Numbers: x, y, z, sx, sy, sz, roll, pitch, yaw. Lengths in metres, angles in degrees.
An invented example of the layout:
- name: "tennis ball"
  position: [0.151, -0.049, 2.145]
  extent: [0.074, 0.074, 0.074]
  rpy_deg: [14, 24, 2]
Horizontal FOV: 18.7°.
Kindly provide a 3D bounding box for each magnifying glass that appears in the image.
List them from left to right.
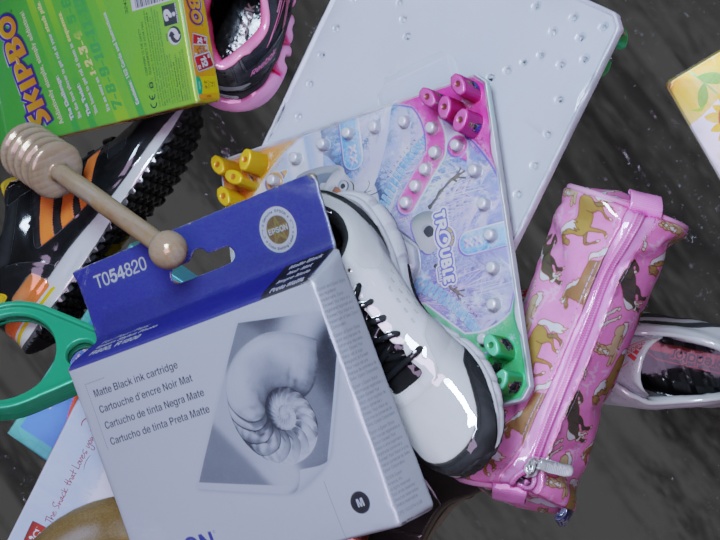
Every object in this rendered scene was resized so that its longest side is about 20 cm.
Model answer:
- name: "magnifying glass"
  position: [-0.162, 0.054, 1.338]
  extent: [0.199, 0.022, 0.080]
  rpy_deg: [-3, 54, 11]

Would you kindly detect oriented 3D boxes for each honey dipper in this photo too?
- name: "honey dipper"
  position: [-0.156, -0.042, 1.303]
  extent: [0.038, 0.200, 0.038]
  rpy_deg: [-16, 119, -31]

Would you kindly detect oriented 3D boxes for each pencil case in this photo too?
- name: "pencil case"
  position: [0.124, 0.046, 1.293]
  extent: [0.086, 0.083, 0.200]
  rpy_deg: [20, 87, 44]

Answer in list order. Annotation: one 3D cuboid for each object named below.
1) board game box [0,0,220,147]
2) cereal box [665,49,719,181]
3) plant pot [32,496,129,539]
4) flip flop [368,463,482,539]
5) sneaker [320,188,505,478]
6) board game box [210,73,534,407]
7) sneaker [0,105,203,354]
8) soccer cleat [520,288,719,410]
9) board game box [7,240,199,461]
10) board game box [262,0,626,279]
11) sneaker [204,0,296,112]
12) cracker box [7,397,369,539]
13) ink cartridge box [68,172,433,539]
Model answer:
- name: "board game box"
  position: [-0.171, -0.136, 1.368]
  extent: [0.200, 0.030, 0.096]
  rpy_deg: [-9, 91, 40]
- name: "cereal box"
  position: [0.300, -0.067, 1.360]
  extent: [0.144, 0.040, 0.200]
  rpy_deg: [-29, 91, 8]
- name: "plant pot"
  position: [-0.133, 0.238, 1.341]
  extent: [0.199, 0.027, 0.201]
  rpy_deg: [2, 100, 10]
- name: "flip flop"
  position: [0.046, 0.128, 1.393]
  extent: [0.081, 0.058, 0.200]
  rpy_deg: [41, 116, 11]
- name: "sneaker"
  position: [0.008, 0.035, 1.240]
  extent: [0.074, 0.080, 0.200]
  rpy_deg: [-43, 62, 18]
- name: "board game box"
  position: [0.000, 0.000, 1.315]
  extent: [0.200, 0.026, 0.201]
  rpy_deg: [-16, 72, 31]
- name: "sneaker"
  position: [-0.185, -0.049, 1.400]
  extent: [0.090, 0.070, 0.200]
  rpy_deg: [36, 94, 11]
- name: "soccer cleat"
  position: [0.151, 0.052, 1.362]
  extent: [0.199, 0.085, 0.069]
  rpy_deg: [8, 95, 5]
- name: "board game box"
  position: [-0.104, 0.098, 1.413]
  extent: [0.200, 0.045, 0.152]
  rpy_deg: [34, 99, 3]
- name: "board game box"
  position: [0.045, -0.097, 1.344]
  extent: [0.200, 0.026, 0.200]
  rpy_deg: [30, 97, 34]
- name: "sneaker"
  position: [-0.067, -0.202, 1.357]
  extent: [0.079, 0.095, 0.201]
  rpy_deg: [8, 84, 8]
- name: "cracker box"
  position: [-0.110, 0.171, 1.369]
  extent: [0.200, 0.058, 0.134]
  rpy_deg: [29, 102, 3]
- name: "ink cartridge box"
  position: [-0.075, 0.069, 1.243]
  extent: [0.199, 0.041, 0.201]
  rpy_deg: [-21, 88, 35]
